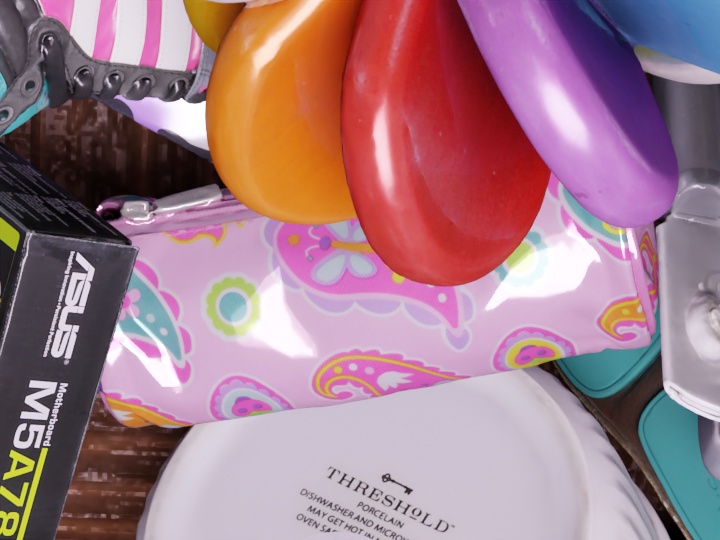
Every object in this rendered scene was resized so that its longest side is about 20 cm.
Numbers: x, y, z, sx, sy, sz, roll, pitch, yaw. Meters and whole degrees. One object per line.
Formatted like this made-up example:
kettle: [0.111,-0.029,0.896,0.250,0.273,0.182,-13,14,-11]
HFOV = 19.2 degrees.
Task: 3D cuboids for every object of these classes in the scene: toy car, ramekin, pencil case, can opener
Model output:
toy car: [0.042,-0.074,0.586,0.200,0.150,0.175,-22,145,24]
ramekin: [0.013,0.114,0.756,0.200,0.200,0.105,-19,143,2]
pencil case: [0.000,0.000,0.722,0.199,0.087,0.088,-9,105,10]
can opener: [0.127,-0.018,0.762,0.053,0.200,0.067,8,140,-5]

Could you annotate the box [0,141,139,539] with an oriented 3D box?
box: [-0.163,0.044,0.744,0.047,0.200,0.194,10,104,-38]

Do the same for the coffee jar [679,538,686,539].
coffee jar: [0.101,0.161,0.834,0.199,0.085,0.104,-14,142,0]

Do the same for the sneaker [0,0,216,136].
sneaker: [-0.096,-0.068,0.671,0.200,0.084,0.121,39,87,-34]

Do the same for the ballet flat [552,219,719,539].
ballet flat: [0.121,0.041,0.802,0.070,0.065,0.200,-42,61,29]

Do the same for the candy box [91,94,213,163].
candy box: [-0.025,-0.122,0.768,0.200,0.072,0.168,29,102,-9]
